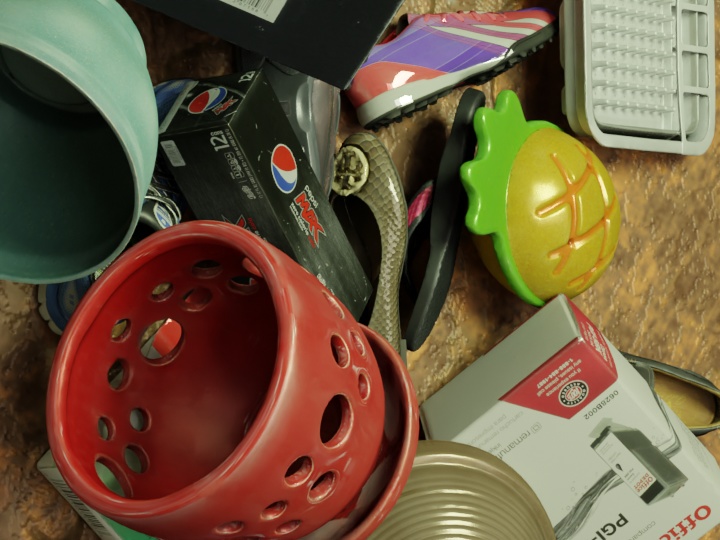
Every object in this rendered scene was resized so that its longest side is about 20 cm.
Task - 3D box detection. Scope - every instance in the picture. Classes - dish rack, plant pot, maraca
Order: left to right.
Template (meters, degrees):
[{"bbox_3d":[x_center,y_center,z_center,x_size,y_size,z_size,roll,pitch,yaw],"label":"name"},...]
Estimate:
[{"bbox_3d":[-0.215,-0.110,1.486,0.200,0.200,0.134,47,41,-22],"label":"plant pot"},{"bbox_3d":[-0.075,0.089,1.496,0.182,0.200,0.201,31,72,-51],"label":"plant pot"},{"bbox_3d":[0.054,0.231,1.640,0.200,0.093,0.201,-4,109,-12],"label":"plant pot"},{"bbox_3d":[0.128,-0.051,1.714,0.200,0.107,0.137,40,55,-50],"label":"maraca"},{"bbox_3d":[0.212,-0.177,1.792,0.200,0.043,0.172,0,90,-54],"label":"dish rack"}]

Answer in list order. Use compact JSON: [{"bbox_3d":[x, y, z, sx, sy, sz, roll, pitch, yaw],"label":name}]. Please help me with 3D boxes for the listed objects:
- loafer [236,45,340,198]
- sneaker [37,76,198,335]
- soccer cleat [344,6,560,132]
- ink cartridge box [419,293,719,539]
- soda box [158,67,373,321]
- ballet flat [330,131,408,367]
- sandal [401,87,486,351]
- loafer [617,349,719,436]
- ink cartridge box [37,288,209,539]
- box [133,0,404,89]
[{"bbox_3d":[-0.047,-0.133,1.657,0.063,0.072,0.201,2,90,-67],"label":"loafer"},{"bbox_3d":[-0.143,-0.041,1.571,0.078,0.089,0.200,31,72,-28],"label":"sneaker"},{"bbox_3d":[0.068,-0.171,1.723,0.200,0.068,0.073,-26,88,-31],"label":"soccer cleat"},{"bbox_3d":[0.164,0.142,1.724,0.147,0.083,0.200,-40,113,11],"label":"ink cartridge box"},{"bbox_3d":[-0.064,-0.037,1.581,0.200,0.063,0.071,64,33,-31],"label":"soda box"},{"bbox_3d":[0.000,0.000,1.676,0.046,0.067,0.201,-8,99,-36],"label":"ballet flat"},{"bbox_3d":[0.052,-0.040,1.709,0.045,0.075,0.200,12,90,8],"label":"sandal"},{"bbox_3d":[0.206,0.094,1.794,0.200,0.072,0.073,5,88,-31],"label":"loafer"},{"bbox_3d":[-0.107,0.122,1.615,0.200,0.050,0.161,-48,112,-21],"label":"ink cartridge box"},{"bbox_3d":[-0.070,-0.248,1.542,0.200,0.104,0.182,21,41,-16],"label":"box"}]
